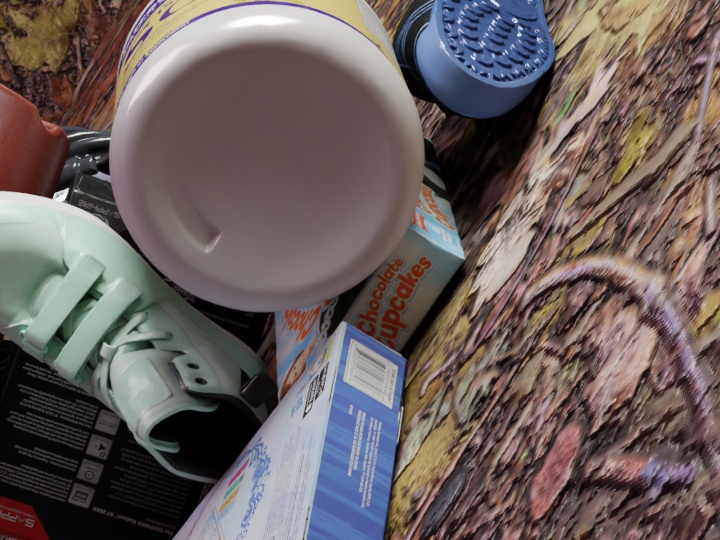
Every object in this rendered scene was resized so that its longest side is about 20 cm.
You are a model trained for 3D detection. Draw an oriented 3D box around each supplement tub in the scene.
[{"bbox_3d":[-0.048,-0.075,1.146,0.146,0.145,0.200,-56,14,12],"label":"supplement tub"}]

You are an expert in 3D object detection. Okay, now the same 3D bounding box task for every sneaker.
[{"bbox_3d":[-0.122,0.032,1.151,0.074,0.200,0.118,-56,16,8],"label":"sneaker"},{"bbox_3d":[0.052,-0.107,1.199,0.078,0.070,0.200,-57,6,24],"label":"sneaker"}]

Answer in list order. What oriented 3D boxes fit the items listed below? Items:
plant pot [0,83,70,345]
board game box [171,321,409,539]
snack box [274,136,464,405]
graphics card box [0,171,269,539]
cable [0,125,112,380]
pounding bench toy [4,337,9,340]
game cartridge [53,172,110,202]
[{"bbox_3d":[-0.260,-0.012,1.253,0.196,0.200,0.201,-67,14,-13],"label":"plant pot"},{"bbox_3d":[-0.054,0.153,1.048,0.199,0.043,0.200,-51,15,31],"label":"board game box"},{"bbox_3d":[0.000,0.000,1.203,0.116,0.037,0.200,-57,13,15],"label":"snack box"},{"bbox_3d":[-0.131,0.060,1.284,0.051,0.125,0.200,-102,31,-73],"label":"graphics card box"},{"bbox_3d":[-0.186,-0.010,1.387,0.200,0.163,0.051,-42,-19,-22],"label":"cable"},{"bbox_3d":[-0.196,0.086,1.486,0.200,0.156,0.124,-39,23,57],"label":"pounding bench toy"},{"bbox_3d":[-0.237,-0.005,1.495,0.200,0.038,0.130,-29,-10,-25],"label":"game cartridge"}]
